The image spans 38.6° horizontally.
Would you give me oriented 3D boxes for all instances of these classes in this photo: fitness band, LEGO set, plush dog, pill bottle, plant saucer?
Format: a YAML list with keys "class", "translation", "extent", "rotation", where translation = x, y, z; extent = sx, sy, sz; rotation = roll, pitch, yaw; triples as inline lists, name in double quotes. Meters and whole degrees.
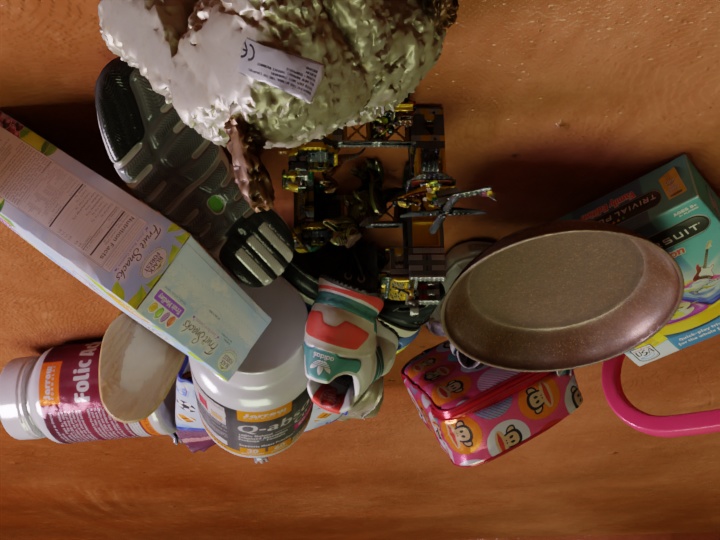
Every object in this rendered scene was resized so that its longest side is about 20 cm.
- class: "fitness band"
  translation: [0.356, 0.103, 1.101]
  extent: [0.198, 0.146, 0.037]
  rotation: [-13, 156, 28]
- class: "LEGO set"
  translation: [0.007, -0.036, 0.784]
  extent: [0.151, 0.117, 0.200]
  rotation: [3, 157, -9]
- class: "plush dog"
  translation: [-0.022, -0.124, 0.574]
  extent: [0.199, 0.162, 0.171]
  rotation: [-22, 176, 44]
- class: "pill bottle"
  translation: [-0.310, 0.140, 1.196]
  extent: [0.197, 0.116, 0.114]
  rotation: [-7, 157, 12]
- class: "pill bottle"
  translation: [-0.096, 0.087, 0.931]
  extent: [0.115, 0.118, 0.201]
  rotation: [1, 153, -5]
- class: "plant saucer"
  translation: [0.163, 0.017, 0.848]
  extent: [0.197, 0.037, 0.202]
  rotation: [-1, 143, -1]

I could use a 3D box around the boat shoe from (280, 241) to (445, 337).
- class: "boat shoe"
  translation: [0.000, 0.002, 0.939]
  extent: [0.198, 0.075, 0.066]
  rotation: [29, 131, -32]

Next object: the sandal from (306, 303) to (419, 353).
- class: "sandal"
  translation: [-0.030, 0.043, 1.033]
  extent: [0.197, 0.081, 0.087]
  rotation: [3, 153, -13]

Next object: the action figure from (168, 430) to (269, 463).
- class: "action figure"
  translation: [-0.146, 0.158, 1.315]
  extent: [0.199, 0.134, 0.150]
  rotation: [-29, 104, 27]

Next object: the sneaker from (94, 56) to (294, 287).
- class: "sneaker"
  translation: [-0.136, -0.075, 0.752]
  extent: [0.201, 0.075, 0.115]
  rotation: [55, 168, -33]

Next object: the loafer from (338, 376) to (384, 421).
- class: "loafer"
  translation: [-0.001, 0.148, 1.293]
  extent: [0.067, 0.077, 0.200]
  rotation: [3, 166, -15]

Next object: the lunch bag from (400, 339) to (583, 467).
- class: "lunch bag"
  translation: [0.144, 0.114, 1.066]
  extent: [0.174, 0.083, 0.200]
  rotation: [-25, -166, -6]

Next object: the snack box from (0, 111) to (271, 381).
- class: "snack box"
  translation: [-0.181, -0.014, 0.764]
  extent: [0.199, 0.068, 0.169]
  rotation: [30, 168, 24]

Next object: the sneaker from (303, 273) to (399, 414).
- class: "sneaker"
  translation: [-0.016, 0.075, 0.862]
  extent: [0.069, 0.094, 0.200]
  rotation: [18, 164, 11]

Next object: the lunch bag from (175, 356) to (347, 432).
- class: "lunch bag"
  translation: [-0.098, 0.111, 1.130]
  extent: [0.197, 0.125, 0.170]
  rotation: [9, 155, -6]

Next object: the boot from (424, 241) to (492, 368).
- class: "boot"
  translation: [0.099, 0.053, 1.032]
  extent: [0.072, 0.097, 0.200]
  rotation: [1, 157, -5]

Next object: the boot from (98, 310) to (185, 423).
- class: "boot"
  translation: [-0.180, 0.066, 0.909]
  extent: [0.070, 0.203, 0.145]
  rotation: [9, 147, -4]

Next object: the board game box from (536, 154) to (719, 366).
- class: "board game box"
  translation: [0.263, 0.001, 0.903]
  extent: [0.150, 0.047, 0.199]
  rotation: [-28, 137, 29]
